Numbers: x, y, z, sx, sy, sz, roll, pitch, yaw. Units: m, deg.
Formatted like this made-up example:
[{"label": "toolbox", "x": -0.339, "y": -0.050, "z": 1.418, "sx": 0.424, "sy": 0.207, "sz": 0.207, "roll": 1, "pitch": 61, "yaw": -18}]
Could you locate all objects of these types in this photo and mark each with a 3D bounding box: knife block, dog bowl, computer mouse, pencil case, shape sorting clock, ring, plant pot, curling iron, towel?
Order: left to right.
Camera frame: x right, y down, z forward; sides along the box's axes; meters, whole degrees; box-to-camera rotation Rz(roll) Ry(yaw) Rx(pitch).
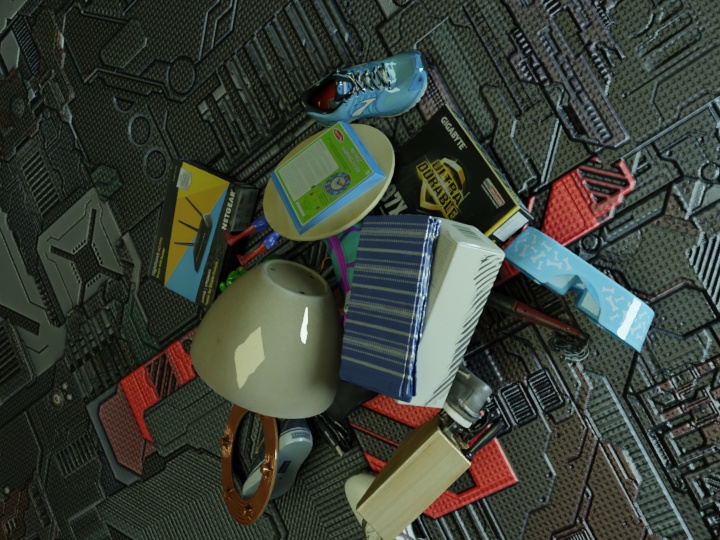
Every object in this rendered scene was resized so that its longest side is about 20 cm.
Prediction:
[{"label": "ring", "x": -0.177, "y": 0.281, "z": 1.150, "sx": 0.199, "sy": 0.019, "sz": 0.205, "roll": -25, "pitch": 60, "yaw": 53}, {"label": "plant pot", "x": -0.101, "y": 0.067, "z": 0.950, "sx": 0.198, "sy": 0.199, "sz": 0.137, "roll": 31, "pitch": 112, "yaw": 22}, {"label": "shape sorting clock", "x": -0.044, "y": -0.121, "z": 1.024, "sx": 0.196, "sy": 0.039, "sz": 0.203, "roll": -18, "pitch": 49, "yaw": 22}, {"label": "computer mouse", "x": -0.032, "y": 0.172, "z": 1.068, "sx": 0.140, "sy": 0.052, "sz": 0.201, "roll": 55, "pitch": 136, "yaw": 18}, {"label": "pencil case", "x": 0.000, "y": 0.000, "z": 1.006, "sx": 0.085, "sy": 0.091, "sz": 0.203, "roll": -50, "pitch": 40, "yaw": 31}, {"label": "towel", "x": 0.031, "y": 0.038, "z": 0.867, "sx": 0.144, "sy": 0.023, "sz": 0.205, "roll": 5, "pitch": 85, "yaw": 57}, {"label": "knife block", "x": 0.099, "y": 0.240, "z": 0.970, "sx": 0.064, "sy": 0.200, "sz": 0.176, "roll": 44, "pitch": 143, "yaw": 0}, {"label": "curling iron", "x": 0.201, "y": 0.057, "z": 0.963, "sx": 0.198, "sy": 0.050, "sz": 0.026, "roll": 31, "pitch": 141, "yaw": 14}, {"label": "dog bowl", "x": 0.260, "y": 0.018, "z": 0.898, "sx": 0.198, "sy": 0.111, "sz": 0.050, "roll": 37, "pitch": 95, "yaw": 11}]

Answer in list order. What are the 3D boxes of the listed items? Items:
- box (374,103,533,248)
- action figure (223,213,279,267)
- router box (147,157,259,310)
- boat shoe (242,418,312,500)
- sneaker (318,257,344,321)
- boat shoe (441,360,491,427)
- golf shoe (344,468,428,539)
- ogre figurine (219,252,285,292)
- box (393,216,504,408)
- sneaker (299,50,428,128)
[{"label": "box", "x": 0.104, "y": -0.089, "z": 0.963, "sx": 0.159, "sy": 0.049, "sz": 0.202, "roll": -42, "pitch": 51, "yaw": 21}, {"label": "action figure", "x": -0.107, "y": -0.095, "z": 1.101, "sx": 0.197, "sy": 0.099, "sz": 0.066, "roll": -31, "pitch": 123, "yaw": -6}, {"label": "router box", "x": -0.253, "y": -0.058, "z": 1.202, "sx": 0.147, "sy": 0.051, "sz": 0.204, "roll": 23, "pitch": 105, "yaw": 26}, {"label": "boat shoe", "x": -0.130, "y": 0.274, "z": 1.162, "sx": 0.201, "sy": 0.069, "sz": 0.092, "roll": -56, "pitch": 36, "yaw": 37}, {"label": "sneaker", "x": -0.074, "y": 0.064, "z": 1.112, "sx": 0.200, "sy": 0.078, "sz": 0.078, "roll": -44, "pitch": 61, "yaw": 20}, {"label": "boat shoe", "x": 0.121, "y": 0.126, "z": 0.960, "sx": 0.067, "sy": 0.201, "sz": 0.057, "roll": 39, "pitch": 101, "yaw": -19}, {"label": "golf shoe", "x": 0.038, "y": 0.371, "z": 1.063, "sx": 0.077, "sy": 0.088, "sz": 0.201, "roll": -48, "pitch": 71, "yaw": 24}, {"label": "ogre figurine", "x": -0.166, "y": 0.051, "z": 1.118, "sx": 0.096, "sy": 0.120, "sz": 0.204, "roll": 19, "pitch": 120, "yaw": 11}, {"label": "box", "x": 0.086, "y": 0.050, "z": 0.865, "sx": 0.082, "sy": 0.067, "sz": 0.204, "roll": 53, "pitch": 129, "yaw": 57}, {"label": "sneaker", "x": 0.002, "y": -0.244, "z": 1.030, "sx": 0.196, "sy": 0.089, "sz": 0.080, "roll": -16, "pitch": 86, "yaw": 28}]
